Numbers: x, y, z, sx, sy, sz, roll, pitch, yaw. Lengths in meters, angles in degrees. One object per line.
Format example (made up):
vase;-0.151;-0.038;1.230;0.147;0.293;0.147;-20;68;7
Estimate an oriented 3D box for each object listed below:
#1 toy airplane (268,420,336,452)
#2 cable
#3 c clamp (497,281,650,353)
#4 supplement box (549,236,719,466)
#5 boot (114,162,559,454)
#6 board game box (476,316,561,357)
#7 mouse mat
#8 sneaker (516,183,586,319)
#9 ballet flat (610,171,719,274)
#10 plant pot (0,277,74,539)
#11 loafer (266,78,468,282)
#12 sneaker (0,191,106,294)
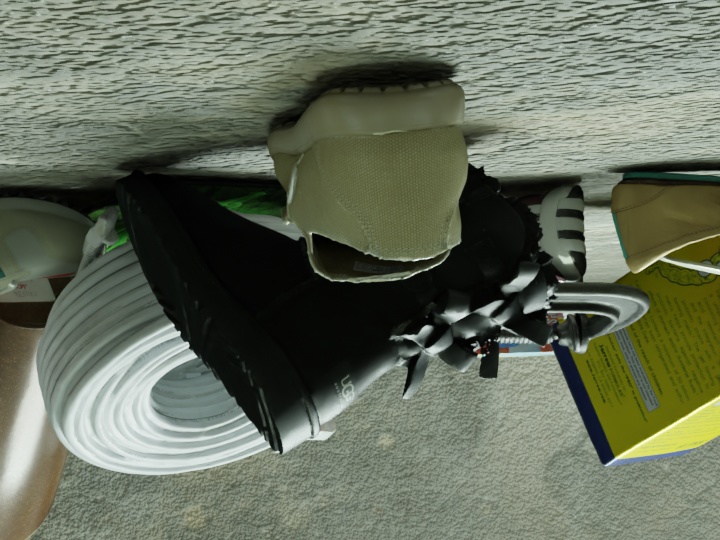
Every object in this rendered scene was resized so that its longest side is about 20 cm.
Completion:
toy airplane;-0.080;0.039;1.149;0.198;0.142;0.200;27;-168;-10
cable;-0.089;0.046;0.887;0.198;0.070;0.200;4;139;-35
c clamp;0.080;0.031;0.968;0.197;0.027;0.171;-1;161;0
supplement box;0.245;0.040;1.035;0.108;0.110;0.200;0;151;-45
boot;-0.012;-0.009;0.742;0.161;0.074;0.198;-28;-132;-18
board game box;0.116;0.016;1.211;0.102;0.106;0.200;-2;176;4
mouse mat;-0.105;-0.030;0.920;0.160;0.008;0.199;0;171;-37
sneaker;0.088;-0.013;0.991;0.114;0.077;0.200;-3;167;6
ballet flat;0.243;-0.028;0.879;0.197;0.064;0.069;-3;177;-1
plant pot;-0.277;0.073;1.094;0.185;0.188;0.201;0;136;-37
loafer;0.001;-0.029;0.613;0.075;0.069;0.200;-2;177;-4
sneaker;-0.234;0.011;0.821;0.198;0.094;0.070;2;160;-28
